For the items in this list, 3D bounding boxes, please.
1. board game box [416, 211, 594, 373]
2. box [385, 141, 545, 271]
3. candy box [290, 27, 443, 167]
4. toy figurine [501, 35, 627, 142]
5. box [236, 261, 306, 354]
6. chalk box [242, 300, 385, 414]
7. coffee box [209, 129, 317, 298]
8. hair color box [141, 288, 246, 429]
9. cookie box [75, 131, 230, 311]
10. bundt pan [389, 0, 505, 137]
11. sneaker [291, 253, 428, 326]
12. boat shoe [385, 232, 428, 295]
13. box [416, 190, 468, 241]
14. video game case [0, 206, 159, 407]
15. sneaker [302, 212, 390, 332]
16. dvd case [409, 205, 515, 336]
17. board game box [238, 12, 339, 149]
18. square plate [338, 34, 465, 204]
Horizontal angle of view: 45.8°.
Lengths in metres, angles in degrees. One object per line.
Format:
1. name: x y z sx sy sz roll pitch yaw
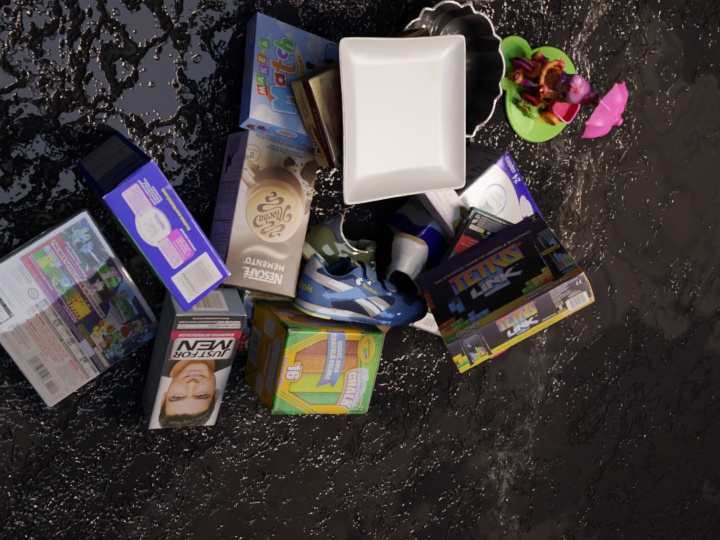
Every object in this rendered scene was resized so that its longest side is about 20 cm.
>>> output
1. board game box: 0.188 0.025 1.141 0.198 0.166 0.057 -29 124 5
2. box: 0.173 -0.062 1.332 0.200 0.105 0.185 -42 120 -10
3. candy box: 0.016 -0.228 1.115 0.198 0.055 0.117 -30 114 -25
4. toy figurine: 0.316 -0.274 1.297 0.199 0.184 0.151 36 87 -32
5. box: -0.091 0.057 1.262 0.197 0.040 0.140 6 101 -30
6. chalk box: -0.049 0.123 1.209 0.197 0.123 0.127 4 105 -29
7. coffee box: -0.133 -0.073 1.147 0.111 0.079 0.204 12 86 -31
8. hair color box: -0.229 0.121 1.156 0.097 0.061 0.202 1 126 -28
9. cookie box: -0.256 -0.064 1.037 0.075 0.200 0.173 -36 119 -11
10. bundt pan: 0.110 -0.288 1.240 0.198 0.076 0.206 -10 111 -27
11. sneaker: 0.007 0.028 1.168 0.196 0.074 0.084 8 97 -21
12. boat shoe: 0.066 0.020 1.273 0.201 0.070 0.070 73 36 -61
13. box: 0.138 -0.070 1.227 0.041 0.039 0.201 -45 120 -9
14. video game case: -0.383 0.049 1.109 0.181 0.023 0.202 -34 118 -15
15. sneaker: 0.000 0.000 1.232 0.090 0.067 0.200 -48 117 -4
16. dvd case: 0.174 0.017 1.244 0.144 0.022 0.202 18 113 -21
17. board game box: -0.063 -0.240 1.145 0.197 0.036 0.154 12 70 -31
18. square plate: 0.053 -0.197 1.095 0.197 0.028 0.202 -11 106 -32
